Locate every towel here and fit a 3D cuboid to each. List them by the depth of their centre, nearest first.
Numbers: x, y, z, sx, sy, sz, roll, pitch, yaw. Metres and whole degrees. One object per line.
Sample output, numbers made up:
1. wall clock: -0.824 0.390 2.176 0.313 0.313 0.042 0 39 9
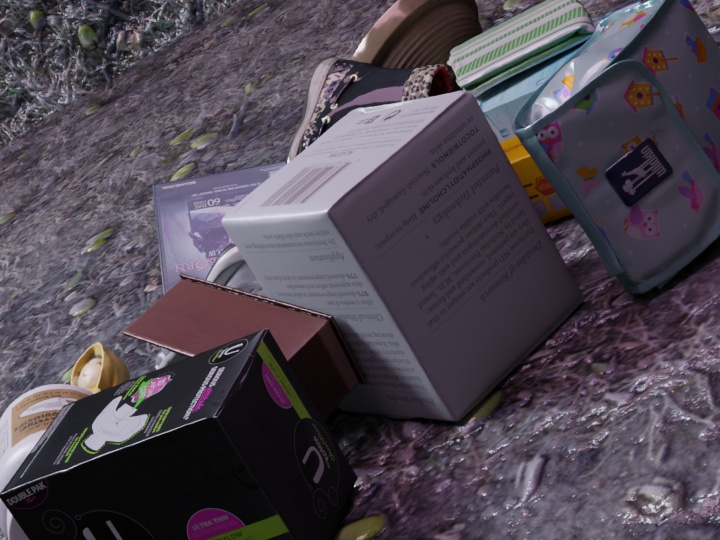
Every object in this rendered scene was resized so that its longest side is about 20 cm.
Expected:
1. towel: 0.161 -0.232 1.715 0.152 0.023 0.200 -27 15 7

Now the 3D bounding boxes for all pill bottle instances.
1. pill bottle: -0.255 0.180 1.423 0.114 0.115 0.200 -32 19 -2

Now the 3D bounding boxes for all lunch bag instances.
1. lunch bag: 0.220 -0.099 1.319 0.122 0.171 0.200 -21 21 48

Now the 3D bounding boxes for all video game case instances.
1. video game case: -0.130 -0.032 1.669 0.142 0.019 0.200 -10 41 -3

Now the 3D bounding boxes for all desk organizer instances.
1. desk organizer: -0.098 0.068 1.354 0.200 0.072 0.077 14 49 47

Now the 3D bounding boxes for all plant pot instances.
1. plant pot: 0.079 -0.219 1.883 0.201 0.201 0.093 -40 66 -22

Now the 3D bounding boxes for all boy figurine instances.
1. boy figurine: -0.290 0.149 1.634 0.124 0.064 0.200 -12 30 49

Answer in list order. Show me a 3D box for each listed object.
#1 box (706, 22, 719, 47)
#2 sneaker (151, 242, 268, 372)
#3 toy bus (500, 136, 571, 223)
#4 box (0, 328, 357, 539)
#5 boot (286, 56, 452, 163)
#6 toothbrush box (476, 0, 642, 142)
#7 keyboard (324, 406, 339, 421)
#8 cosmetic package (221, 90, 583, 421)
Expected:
1. box: 0.365 -0.187 1.513 0.200 0.048 0.193 -19 25 31
2. sneaker: -0.112 0.076 1.536 0.075 0.115 0.200 -25 -29 -54
3. toy bus: 0.145 -0.080 1.526 0.200 0.078 0.065 -20 21 29
4. box: -0.131 0.159 1.237 0.200 0.149 0.124 -21 21 26
5. boot: 0.008 -0.128 1.754 0.153 0.073 0.204 4 75 32
6. toothbrush box: 0.198 -0.171 1.661 0.200 0.085 0.146 -21 21 25
7. keyboard: -0.033 0.095 1.393 0.200 0.056 0.011 -42 26 -29
8. cosmetic package: 0.033 -0.009 1.332 0.166 0.200 0.167 -42 22 -28
